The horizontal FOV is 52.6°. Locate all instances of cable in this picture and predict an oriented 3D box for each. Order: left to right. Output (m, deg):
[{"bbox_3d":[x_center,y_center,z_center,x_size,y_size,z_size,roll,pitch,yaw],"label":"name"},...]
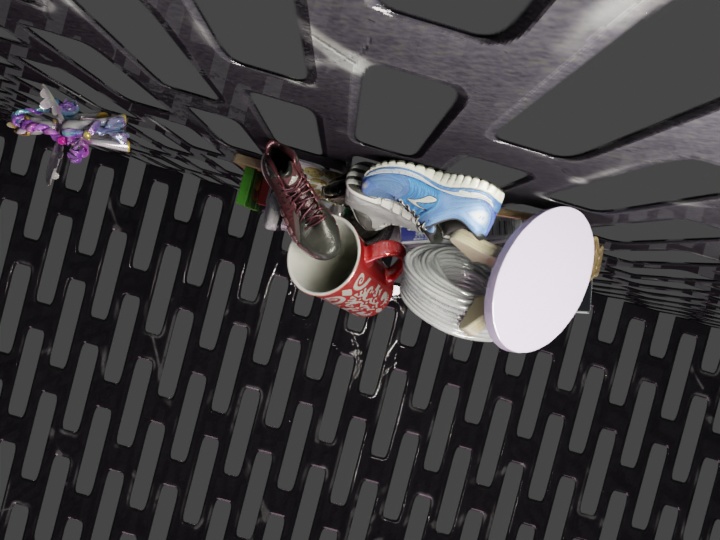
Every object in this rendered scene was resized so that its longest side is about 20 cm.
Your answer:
[{"bbox_3d":[0.153,0.029,1.097,0.196,0.070,0.200,22,-153,9],"label":"cable"}]

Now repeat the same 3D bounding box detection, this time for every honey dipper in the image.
[{"bbox_3d":[0.184,-0.089,1.073,0.197,0.039,0.038,13,180,32],"label":"honey dipper"}]

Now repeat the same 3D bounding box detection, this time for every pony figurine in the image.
[{"bbox_3d":[-0.519,-0.247,1.300,0.196,0.170,0.192,-3,-162,-29],"label":"pony figurine"}]

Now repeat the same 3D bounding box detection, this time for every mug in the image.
[{"bbox_3d":[-0.006,0.010,1.235,0.175,0.136,0.200,18,170,26],"label":"mug"}]

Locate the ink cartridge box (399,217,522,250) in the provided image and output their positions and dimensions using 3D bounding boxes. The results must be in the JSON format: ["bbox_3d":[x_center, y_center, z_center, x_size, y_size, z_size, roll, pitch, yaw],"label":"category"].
[{"bbox_3d":[0.171,-0.062,1.228,0.195,0.042,0.200,-4,178,11],"label":"ink cartridge box"}]

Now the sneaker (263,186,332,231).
[{"bbox_3d":[-0.114,-0.125,1.341,0.113,0.076,0.201,17,-149,-13],"label":"sneaker"}]

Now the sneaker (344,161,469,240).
[{"bbox_3d":[0.065,-0.086,1.079,0.197,0.076,0.116,25,155,-1],"label":"sneaker"}]

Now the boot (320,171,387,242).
[{"bbox_3d":[-0.003,-0.112,1.194,0.198,0.071,0.172,-22,157,36],"label":"boot"}]

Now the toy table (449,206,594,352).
[{"bbox_3d":[0.206,0.009,0.952,0.185,0.200,0.117,52,162,-14],"label":"toy table"}]

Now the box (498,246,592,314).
[{"bbox_3d":[0.351,0.016,1.522,0.195,0.127,0.196,3,-179,-9],"label":"box"}]

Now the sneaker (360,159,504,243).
[{"bbox_3d":[0.083,-0.086,0.944,0.197,0.091,0.078,16,180,29],"label":"sneaker"}]

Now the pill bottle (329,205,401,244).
[{"bbox_3d":[0.005,-0.101,1.417,0.197,0.116,0.112,11,-177,-37],"label":"pill bottle"}]

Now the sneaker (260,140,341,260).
[{"bbox_3d":[-0.096,-0.109,1.105,0.202,0.075,0.116,57,174,6],"label":"sneaker"}]

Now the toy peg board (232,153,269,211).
[{"bbox_3d":[-0.170,-0.165,1.566,0.195,0.100,0.200,16,-179,2],"label":"toy peg board"}]

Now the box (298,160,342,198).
[{"bbox_3d":[-0.052,-0.151,1.299,0.196,0.042,0.039,16,145,-10],"label":"box"}]

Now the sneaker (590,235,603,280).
[{"bbox_3d":[0.338,-0.028,1.207,0.106,0.072,0.199,14,-177,23],"label":"sneaker"}]
